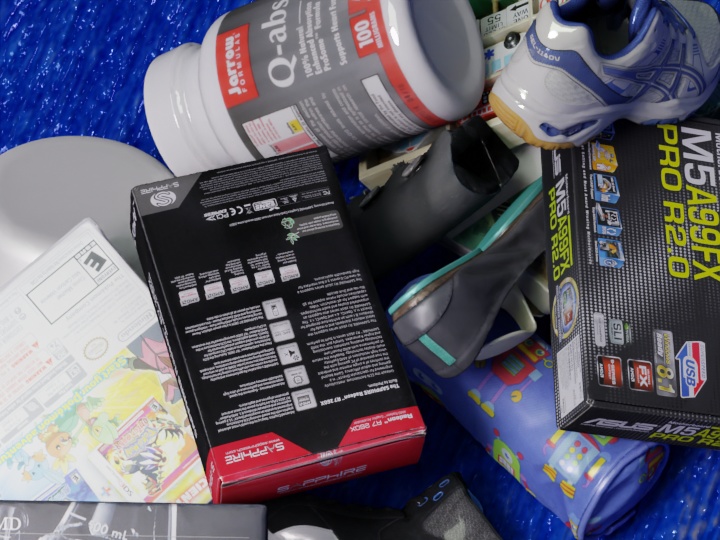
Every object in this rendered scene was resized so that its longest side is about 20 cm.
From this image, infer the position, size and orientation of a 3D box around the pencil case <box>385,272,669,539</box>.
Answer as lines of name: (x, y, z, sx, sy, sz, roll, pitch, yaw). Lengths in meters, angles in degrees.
pencil case: (0.096, 0.081, 1.571, 0.078, 0.087, 0.200, -35, 56, -24)

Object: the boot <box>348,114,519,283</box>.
boot: (0.000, -0.001, 1.589, 0.199, 0.066, 0.165, -32, 20, 26)

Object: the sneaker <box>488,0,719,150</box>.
sneaker: (0.162, -0.134, 1.510, 0.075, 0.199, 0.088, 40, 130, 21)

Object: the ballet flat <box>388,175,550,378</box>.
ballet flat: (0.085, 0.007, 1.542, 0.073, 0.074, 0.200, 11, 28, 27)

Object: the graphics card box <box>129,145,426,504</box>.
graphics card box: (-0.051, 0.032, 1.493, 0.125, 0.051, 0.201, -14, 63, -12)

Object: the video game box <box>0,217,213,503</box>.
video game box: (-0.176, 0.100, 1.520, 0.200, 0.047, 0.182, -39, 75, -10)

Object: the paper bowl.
paper bowl: (-0.183, -0.009, 1.661, 0.199, 0.105, 0.201, 4, 38, -3)

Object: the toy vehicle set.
toy vehicle set: (0.089, -0.134, 1.660, 0.199, 0.026, 0.125, -21, 49, 26)

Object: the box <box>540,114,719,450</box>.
box: (0.190, 0.004, 1.530, 0.159, 0.044, 0.201, 8, 64, -19)

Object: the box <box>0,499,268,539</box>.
box: (-0.150, 0.220, 1.412, 0.198, 0.104, 0.184, 1, 78, -3)

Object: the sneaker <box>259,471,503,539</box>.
sneaker: (0.010, 0.157, 1.585, 0.199, 0.073, 0.112, 33, 80, 23)

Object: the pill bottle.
pill bottle: (-0.031, -0.123, 1.642, 0.199, 0.116, 0.117, -19, 61, 27)

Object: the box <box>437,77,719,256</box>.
box: (0.143, -0.078, 1.646, 0.144, 0.036, 0.201, 30, 82, 31)
